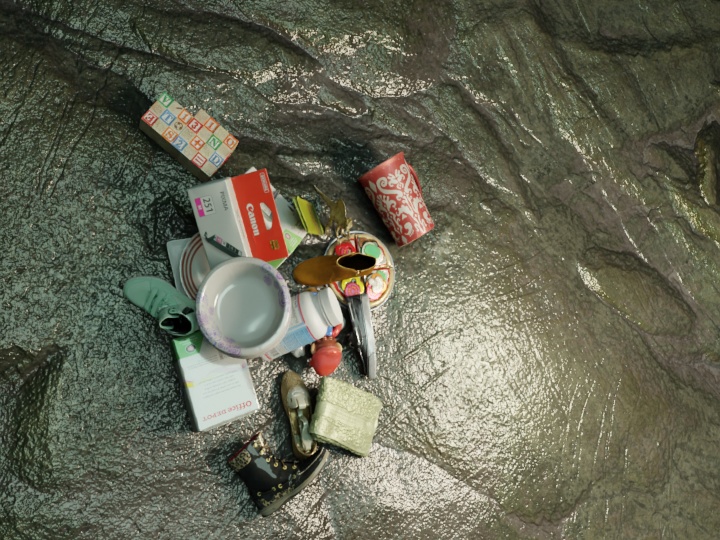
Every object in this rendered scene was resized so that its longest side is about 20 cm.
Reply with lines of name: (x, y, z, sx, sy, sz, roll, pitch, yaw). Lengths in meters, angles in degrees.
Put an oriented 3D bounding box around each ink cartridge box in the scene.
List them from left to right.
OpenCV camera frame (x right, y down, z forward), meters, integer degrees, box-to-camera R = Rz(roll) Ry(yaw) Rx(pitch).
ink cartridge box: (-0.317, 0.231, 1.545, 0.142, 0.087, 0.205, -16, 83, -24)
ink cartridge box: (-0.261, -0.099, 1.532, 0.169, 0.044, 0.205, -12, 103, 10)
ink cartridge box: (-0.225, -0.118, 1.626, 0.200, 0.084, 0.146, 45, 29, -9)

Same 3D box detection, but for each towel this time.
towel: (-0.118, -0.125, 1.655, 0.018, 0.200, 0.088, -23, 89, 5)
towel: (-0.031, 0.335, 1.640, 0.198, 0.036, 0.152, 30, 65, -38)

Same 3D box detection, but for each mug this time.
mug: (0.111, -0.185, 1.795, 0.175, 0.133, 0.204, -31, 95, -23)

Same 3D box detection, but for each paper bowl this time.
paper bowl: (-0.241, 0.081, 1.492, 0.194, 0.105, 0.207, 1, 77, -2)

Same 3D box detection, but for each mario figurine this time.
mario figurine: (-0.099, 0.149, 1.676, 0.120, 0.106, 0.206, -11, 69, 12)

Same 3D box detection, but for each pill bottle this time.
pill bottle: (-0.143, 0.115, 1.585, 0.196, 0.109, 0.111, -23, 87, 8)

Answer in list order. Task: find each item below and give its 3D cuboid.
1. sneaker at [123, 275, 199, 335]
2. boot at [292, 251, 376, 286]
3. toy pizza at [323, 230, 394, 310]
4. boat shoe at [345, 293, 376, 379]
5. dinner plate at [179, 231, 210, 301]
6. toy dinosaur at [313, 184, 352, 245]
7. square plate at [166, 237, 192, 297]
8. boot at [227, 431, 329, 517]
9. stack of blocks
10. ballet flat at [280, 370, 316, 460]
sneaker: (-0.421, 0.072, 1.497, 0.196, 0.118, 0.075, 23, 100, 1)
boot: (-0.062, -0.011, 1.653, 0.195, 0.144, 0.073, -6, 83, -4)
toy pizza: (0.000, 0.000, 1.759, 0.195, 0.032, 0.207, 5, 77, -22)
boat shoe: (-0.001, 0.160, 1.706, 0.066, 0.072, 0.206, -7, 92, 0)
dinner plate: (-0.308, 0.000, 1.602, 0.195, 0.024, 0.206, 5, 76, -21)
toy dinosaur: (-0.055, -0.129, 1.727, 0.057, 0.200, 0.104, -8, 125, -25)
square plate: (-0.326, 0.020, 1.618, 0.193, 0.028, 0.206, -11, 83, -24)
boot: (-0.179, 0.416, 1.547, 0.199, 0.073, 0.152, -40, 91, 7)
stack of blocks: (-0.394, -0.313, 1.643, 0.199, 0.058, 0.116, 40, 67, -11)
ballet flat: (-0.133, 0.327, 1.614, 0.069, 0.065, 0.206, -11, 83, -24)
